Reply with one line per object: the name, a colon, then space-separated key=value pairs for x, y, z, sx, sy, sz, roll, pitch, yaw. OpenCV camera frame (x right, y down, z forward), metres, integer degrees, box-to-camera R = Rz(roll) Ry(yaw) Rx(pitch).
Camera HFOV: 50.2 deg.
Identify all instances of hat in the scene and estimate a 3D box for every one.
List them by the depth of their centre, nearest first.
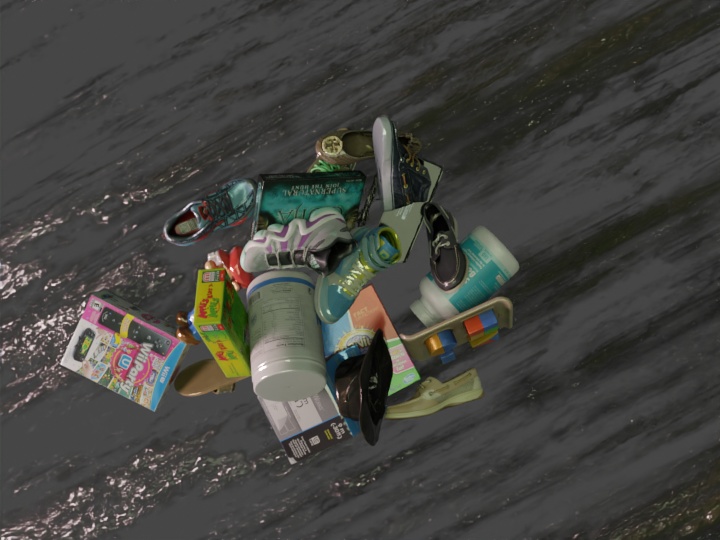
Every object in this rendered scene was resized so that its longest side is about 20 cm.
hat: x=-0.003 y=0.202 z=1.348 sx=0.080 sy=0.200 sz=0.203 roll=1 pitch=95 yaw=17

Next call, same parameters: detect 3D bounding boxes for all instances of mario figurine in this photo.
mario figurine: x=-0.280 y=0.033 z=1.406 sx=0.123 sy=0.106 sz=0.200 roll=45 pitch=106 yaw=24

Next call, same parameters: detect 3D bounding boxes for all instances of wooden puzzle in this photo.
wooden puzzle: x=0.179 y=0.118 z=1.371 sx=0.198 sy=0.185 sz=0.047 roll=-20 pitch=70 yaw=4

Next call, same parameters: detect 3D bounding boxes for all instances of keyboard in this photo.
keyboard: x=0.063 y=-0.123 z=1.436 sx=0.126 sy=0.021 sz=0.202 roll=23 pitch=94 yaw=-4

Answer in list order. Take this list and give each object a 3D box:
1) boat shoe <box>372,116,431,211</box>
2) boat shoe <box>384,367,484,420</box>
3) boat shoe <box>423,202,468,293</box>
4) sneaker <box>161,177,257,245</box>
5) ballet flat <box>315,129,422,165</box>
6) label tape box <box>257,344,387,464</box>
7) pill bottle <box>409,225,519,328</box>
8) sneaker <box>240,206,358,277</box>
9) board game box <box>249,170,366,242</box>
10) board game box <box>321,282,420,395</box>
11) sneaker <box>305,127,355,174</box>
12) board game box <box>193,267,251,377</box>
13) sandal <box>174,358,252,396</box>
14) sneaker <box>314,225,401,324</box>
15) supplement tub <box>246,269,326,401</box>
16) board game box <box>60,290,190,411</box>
boat shoe: x=0.074 y=-0.193 z=1.349 sx=0.090 sy=0.201 sz=0.071 roll=-13 pitch=50 yaw=-6
boat shoe: x=0.133 y=0.230 z=1.428 sx=0.198 sy=0.072 sz=0.066 roll=-13 pitch=82 yaw=-15
boat shoe: x=0.141 y=-0.043 z=1.356 sx=0.072 sy=0.201 sz=0.063 roll=-29 pitch=128 yaw=23
sneaker: x=-0.272 y=-0.101 z=1.406 sx=0.199 sy=0.096 sz=0.080 roll=-32 pitch=94 yaw=4
ballet flat: x=0.018 y=-0.225 z=1.377 sx=0.198 sy=0.046 sz=0.068 roll=-2 pitch=79 yaw=-16
label tape box: x=-0.068 y=0.245 z=1.409 sx=0.199 sy=0.063 sz=0.145 roll=-26 pitch=94 yaw=12
pill bottle: x=0.184 y=0.023 z=1.399 sx=0.200 sy=0.111 sz=0.111 roll=-44 pitch=92 yaw=4
sneaker: x=-0.098 y=-0.025 z=1.305 sx=0.199 sy=0.140 sz=0.078 roll=-27 pitch=136 yaw=-9
board game box: x=-0.093 y=-0.109 z=1.361 sx=0.198 sy=0.028 sz=0.136 roll=-7 pitch=128 yaw=-28
board game box: x=0.002 y=0.148 z=1.447 sx=0.152 sy=0.040 sz=0.201 roll=-28 pitch=93 yaw=3
sneaker: x=-0.068 y=-0.171 z=1.400 sx=0.077 sy=0.089 sz=0.201 roll=33 pitch=94 yaw=-1
board game box: x=-0.229 y=0.093 z=1.310 sx=0.047 sy=0.201 sz=0.102 roll=-5 pitch=57 yaw=5
sandal: x=-0.248 y=0.204 z=1.442 sx=0.210 sy=0.078 sz=0.070 roll=-21 pitch=133 yaw=22
sneaker: x=0.000 y=0.000 z=1.336 sx=0.079 sy=0.130 sz=0.201 roll=37 pitch=64 yaw=-28
supplement tub: x=-0.131 y=0.113 z=1.348 sx=0.131 sy=0.132 sz=0.202 roll=-10 pitch=59 yaw=2
board game box: x=-0.436 y=0.150 z=1.446 sx=0.199 sy=0.064 sz=0.149 roll=26 pitch=95 yaw=-1
